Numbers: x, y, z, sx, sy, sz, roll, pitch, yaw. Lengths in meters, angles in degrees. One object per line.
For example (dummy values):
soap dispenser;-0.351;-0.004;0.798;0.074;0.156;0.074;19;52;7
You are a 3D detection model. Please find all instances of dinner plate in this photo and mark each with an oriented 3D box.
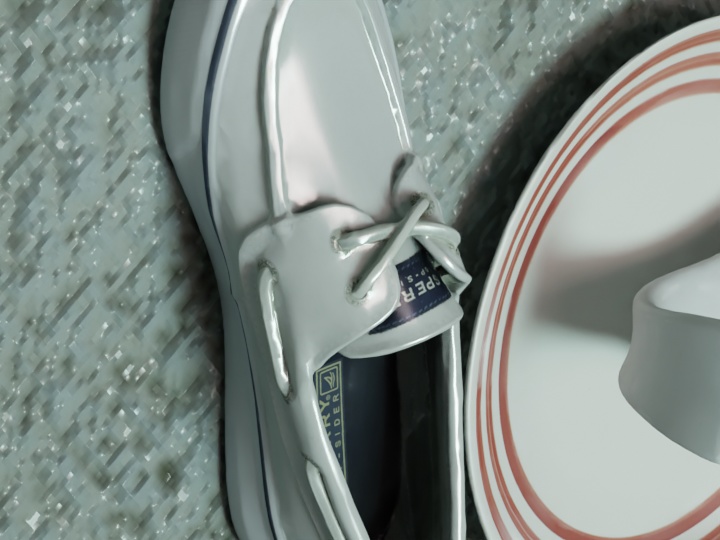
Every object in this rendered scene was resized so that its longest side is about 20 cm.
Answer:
dinner plate;0.100;0.016;0.824;0.200;0.024;0.200;-17;116;-40

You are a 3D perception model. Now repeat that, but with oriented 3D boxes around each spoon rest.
spoon rest;0.137;0.018;0.815;0.200;0.061;0.099;-7;112;-56

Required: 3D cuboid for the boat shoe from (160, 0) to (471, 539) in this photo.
boat shoe;0.000;0.000;0.692;0.074;0.065;0.200;-29;124;-33
